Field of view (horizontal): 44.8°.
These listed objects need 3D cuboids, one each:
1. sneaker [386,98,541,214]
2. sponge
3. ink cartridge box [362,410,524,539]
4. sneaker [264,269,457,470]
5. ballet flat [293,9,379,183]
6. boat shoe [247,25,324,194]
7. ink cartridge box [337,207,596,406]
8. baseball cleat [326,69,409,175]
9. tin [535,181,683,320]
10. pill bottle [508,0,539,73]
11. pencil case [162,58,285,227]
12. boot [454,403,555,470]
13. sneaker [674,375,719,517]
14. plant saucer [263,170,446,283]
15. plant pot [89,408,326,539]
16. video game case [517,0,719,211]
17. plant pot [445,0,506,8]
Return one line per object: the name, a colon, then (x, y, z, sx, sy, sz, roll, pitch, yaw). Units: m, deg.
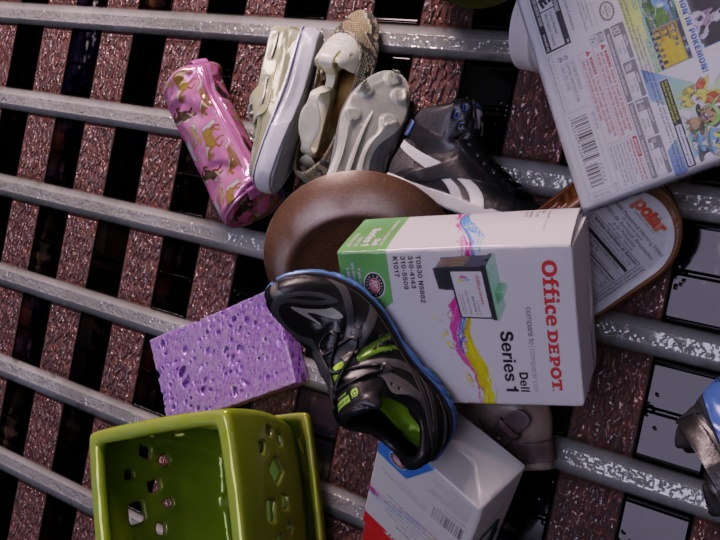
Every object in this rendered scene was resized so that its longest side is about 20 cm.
sneaker: (0.117, -0.106, 0.850, 0.199, 0.073, 0.113, 23, 98, 31)
sponge: (-0.157, 0.105, 1.025, 0.198, 0.030, 0.113, -22, 75, 28)
ink cartridge box: (0.070, 0.223, 0.822, 0.116, 0.067, 0.201, 37, 140, 26)
sneaker: (-0.001, 0.078, 0.710, 0.200, 0.083, 0.071, 47, 122, -2)
ballet flat: (-0.030, -0.190, 0.945, 0.067, 0.075, 0.202, 18, 95, 29)
boat shoe: (-0.092, -0.179, 0.964, 0.061, 0.072, 0.202, 11, 70, 10)
ink cartridge box: (0.094, 0.032, 0.750, 0.198, 0.084, 0.147, -2, 112, 21)
baseball cleat: (-0.003, -0.114, 0.927, 0.069, 0.107, 0.202, 22, 68, 4)
tin: (0.193, -0.009, 0.783, 0.199, 0.042, 0.112, -39, 111, 23)
pill bottle: (0.236, -0.202, 0.765, 0.198, 0.108, 0.110, 18, 95, 31)
pencil case: (-0.162, -0.150, 1.019, 0.086, 0.083, 0.201, -35, 68, 16)
boot: (0.090, 0.147, 0.853, 0.199, 0.070, 0.148, -24, 82, 36)
sneaker: (0.337, 0.176, 0.689, 0.111, 0.077, 0.201, -45, 61, 14)
plant saucer: (0.000, 0.000, 0.859, 0.198, 0.037, 0.202, 2, 122, 4)
plant pot: (-0.147, 0.249, 0.918, 0.198, 0.181, 0.202, -13, 80, 29)
video game case: (0.232, -0.171, 0.691, 0.181, 0.022, 0.202, -21, 80, 32)
plant pot: (0.086, -0.339, 0.818, 0.198, 0.192, 0.203, -3, 84, 31)
